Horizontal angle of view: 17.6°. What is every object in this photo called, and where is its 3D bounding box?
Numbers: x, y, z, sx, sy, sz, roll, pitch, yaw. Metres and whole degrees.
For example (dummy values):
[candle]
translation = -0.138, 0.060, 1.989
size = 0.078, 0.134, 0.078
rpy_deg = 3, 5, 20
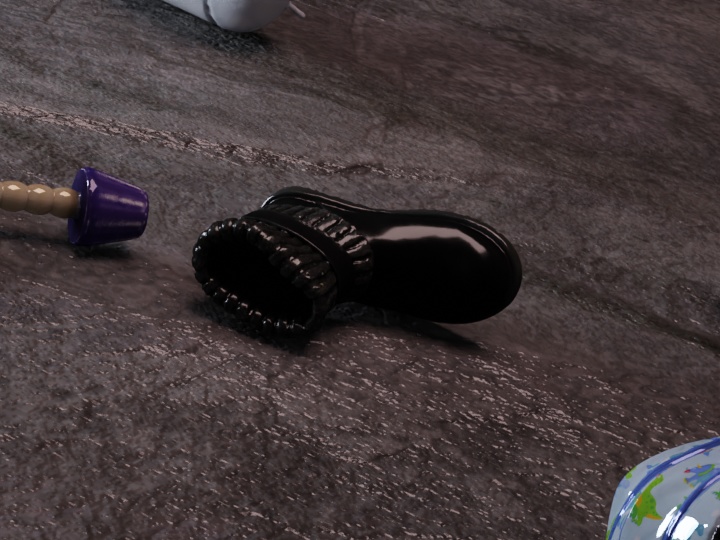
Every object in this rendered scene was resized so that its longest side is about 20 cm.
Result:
[robot figurine]
translation = -0.140, -0.295, 2.175
size = 0.200, 0.113, 0.170
rpy_deg = 27, -10, 22
[boot]
translation = -0.001, 0.002, 1.623
size = 0.210, 0.080, 0.158
rpy_deg = 10, 13, 12
[backpack]
translation = 0.238, 0.164, 1.341
size = 0.153, 0.164, 0.200
rpy_deg = 23, 28, 38
[toy lamp]
translation = -0.246, -0.051, 1.610
size = 0.199, 0.058, 0.058
rpy_deg = 6, 24, -20
